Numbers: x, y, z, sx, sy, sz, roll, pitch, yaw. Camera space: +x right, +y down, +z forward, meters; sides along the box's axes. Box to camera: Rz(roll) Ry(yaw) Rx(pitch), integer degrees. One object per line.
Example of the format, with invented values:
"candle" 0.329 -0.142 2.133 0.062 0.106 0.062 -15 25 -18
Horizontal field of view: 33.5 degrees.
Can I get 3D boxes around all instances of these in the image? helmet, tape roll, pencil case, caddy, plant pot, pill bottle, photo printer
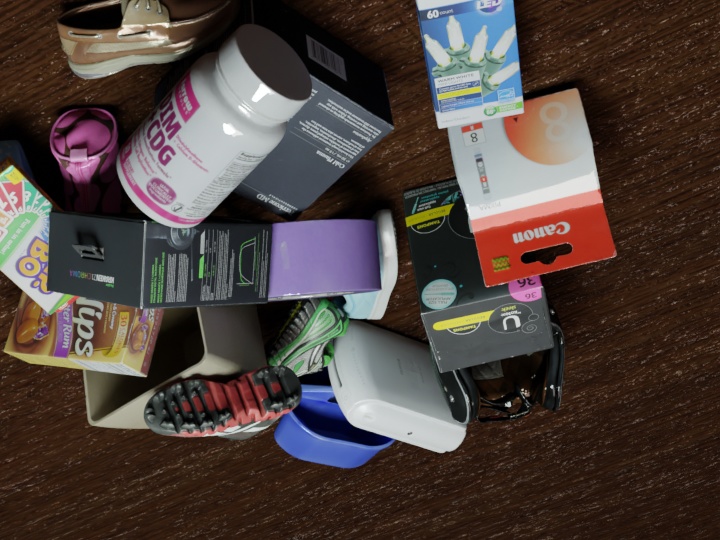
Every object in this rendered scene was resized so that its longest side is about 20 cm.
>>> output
"helmet" 0.183 0.099 1.609 0.197 0.200 0.193 -7 96 -1
"tape roll" -0.075 -0.009 1.449 0.197 0.086 0.200 -5 176 0
"pencil case" -0.314 -0.088 1.393 0.090 0.094 0.201 10 137 6
"caddy" -0.034 0.200 1.729 0.198 0.143 0.105 14 138 -25
"plant pot" -0.229 0.095 1.552 0.199 0.202 0.177 -29 146 23
"pill bottle" -0.145 -0.143 1.187 0.113 0.114 0.200 26 128 -33
"photo printer" 0.044 0.158 1.675 0.198 0.167 0.070 21 125 -28

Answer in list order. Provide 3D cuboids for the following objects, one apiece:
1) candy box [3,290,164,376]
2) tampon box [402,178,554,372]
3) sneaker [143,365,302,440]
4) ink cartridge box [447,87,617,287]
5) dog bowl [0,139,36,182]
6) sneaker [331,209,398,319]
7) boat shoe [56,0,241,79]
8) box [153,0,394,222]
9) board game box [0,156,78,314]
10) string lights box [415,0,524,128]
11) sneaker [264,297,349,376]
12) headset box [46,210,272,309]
"candy box" -0.339 0.060 1.481 0.198 0.118 0.056 3 160 29
"tampon box" 0.143 -0.002 1.482 0.148 0.202 0.127 -14 139 6
"sneaker" -0.171 0.171 1.449 0.198 0.071 0.098 -9 154 -30
"ink cartridge box" 0.196 -0.098 1.384 0.160 0.202 0.050 -13 159 7
"dog bowl" -0.396 -0.069 1.398 0.049 0.112 0.201 -17 139 -8
"sneaker" 0.000 0.000 1.558 0.081 0.074 0.201 -3 139 -12
"boat shoe" -0.221 -0.258 1.234 0.198 0.076 0.072 -17 136 8
"box" -0.098 -0.179 1.318 0.199 0.105 0.182 28 127 -33
"board game box" -0.365 -0.030 1.342 0.095 0.030 0.200 -37 135 1
"string lights box" 0.117 -0.255 1.299 0.101 0.059 0.201 -10 139 5
"sneaker" -0.087 0.123 1.611 0.085 0.078 0.201 30 118 -13
"headset box" -0.227 -0.015 1.320 0.173 0.094 0.199 8 -174 42
